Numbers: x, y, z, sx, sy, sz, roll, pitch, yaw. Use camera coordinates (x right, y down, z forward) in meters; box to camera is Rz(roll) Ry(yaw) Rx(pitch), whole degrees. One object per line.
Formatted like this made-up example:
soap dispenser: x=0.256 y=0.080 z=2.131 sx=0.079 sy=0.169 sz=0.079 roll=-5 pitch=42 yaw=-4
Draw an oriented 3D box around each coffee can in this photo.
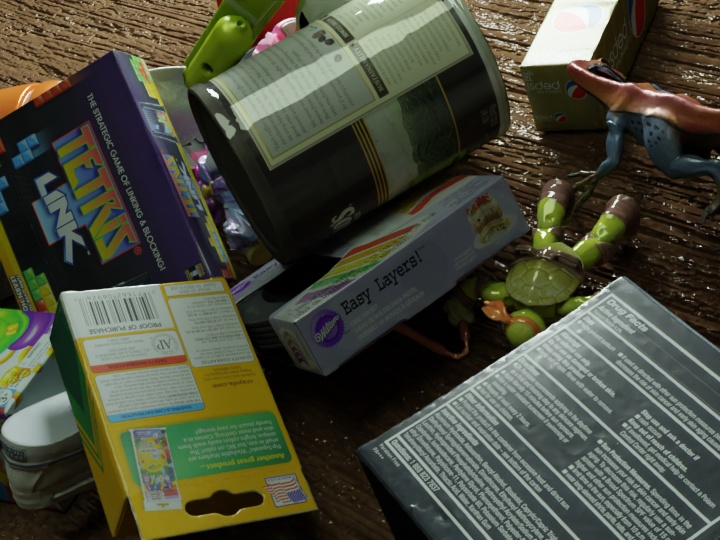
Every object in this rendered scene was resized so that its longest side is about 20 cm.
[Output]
coffee can: x=-0.009 y=-0.118 z=1.097 sx=0.199 sy=0.147 sz=0.146 roll=-30 pitch=36 yaw=-9

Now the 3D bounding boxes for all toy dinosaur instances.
toy dinosaur: x=0.228 y=-0.120 z=1.091 sx=0.104 sy=0.201 sz=0.182 roll=-25 pitch=64 yaw=-31

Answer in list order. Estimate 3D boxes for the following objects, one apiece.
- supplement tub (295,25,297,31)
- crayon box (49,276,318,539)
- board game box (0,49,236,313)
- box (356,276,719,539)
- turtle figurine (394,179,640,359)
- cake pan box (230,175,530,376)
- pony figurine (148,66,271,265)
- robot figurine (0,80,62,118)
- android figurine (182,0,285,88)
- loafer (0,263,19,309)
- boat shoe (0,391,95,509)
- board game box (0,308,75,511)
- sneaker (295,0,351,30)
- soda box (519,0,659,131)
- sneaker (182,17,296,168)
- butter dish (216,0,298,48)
supplement tub: x=0.020 y=-0.178 z=1.290 sx=0.122 sy=0.123 sz=0.200 roll=-28 pitch=35 yaw=-8
crayon box: x=-0.123 y=0.100 z=0.991 sx=0.124 sy=0.052 sz=0.201 roll=-5 pitch=50 yaw=-28
board game box: x=-0.212 y=-0.046 z=1.169 sx=0.164 sy=0.202 sz=0.057 roll=-28 pitch=-10 yaw=18
box: x=0.138 y=0.139 z=0.818 sx=0.197 sy=0.124 sz=0.200 roll=-32 pitch=38 yaw=-11
turtle figurine: x=0.128 y=0.003 z=1.049 sx=0.198 sy=0.065 sz=0.162 roll=3 pitch=43 yaw=31
cake pan box: x=0.000 y=0.000 z=1.084 sx=0.199 sy=0.053 sz=0.184 roll=-35 pitch=14 yaw=-17
pony figurine: x=-0.106 y=-0.092 z=1.245 sx=0.191 sy=0.168 sz=0.200 roll=-23 pitch=46 yaw=-21
robot figurine: x=-0.324 y=-0.118 z=1.403 sx=0.197 sy=0.118 sz=0.144 roll=-8 pitch=-5 yaw=20
android figurine: x=-0.072 y=-0.218 z=1.145 sx=0.200 sy=0.041 sz=0.183 roll=-43 pitch=11 yaw=48
loafer: x=-0.342 y=0.024 z=1.265 sx=0.199 sy=0.076 sz=0.068 roll=-36 pitch=32 yaw=-19
boat shoe: x=-0.166 y=0.115 z=1.057 sx=0.070 sy=0.071 sz=0.199 roll=23 pitch=32 yaw=37
board game box: x=-0.293 y=0.098 z=1.119 sx=0.198 sy=0.104 sz=0.105 roll=3 pitch=42 yaw=31
sneaker: x=0.016 y=-0.249 z=1.232 sx=0.199 sy=0.081 sz=0.146 roll=-35 pitch=20 yaw=-10
soda box: x=0.202 y=-0.206 z=1.274 sx=0.063 sy=0.068 sz=0.201 roll=1 pitch=42 yaw=29
sneaker: x=-0.121 y=-0.162 z=1.405 sx=0.199 sy=0.080 sz=0.095 roll=-39 pitch=17 yaw=-23
butter dish: x=-0.070 y=-0.325 z=1.505 sx=0.198 sy=0.149 sz=0.200 roll=-1 pitch=40 yaw=28
